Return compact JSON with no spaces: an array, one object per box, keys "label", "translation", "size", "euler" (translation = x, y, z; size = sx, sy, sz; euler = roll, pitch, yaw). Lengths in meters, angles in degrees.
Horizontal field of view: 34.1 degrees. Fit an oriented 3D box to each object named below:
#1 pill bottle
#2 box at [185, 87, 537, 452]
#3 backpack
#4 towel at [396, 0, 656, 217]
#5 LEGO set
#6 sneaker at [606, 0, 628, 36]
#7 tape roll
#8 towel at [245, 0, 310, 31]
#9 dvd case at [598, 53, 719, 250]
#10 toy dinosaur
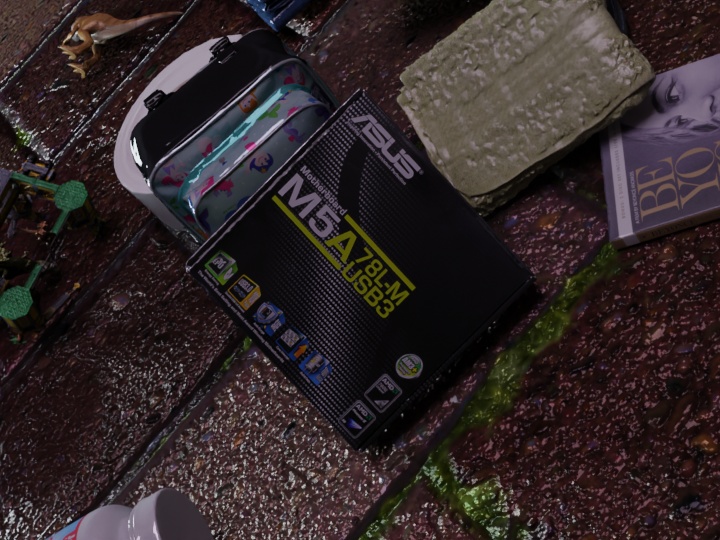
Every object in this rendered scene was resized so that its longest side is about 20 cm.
[{"label":"pill bottle","translation":[-0.213,0.254,0.921],"size":[0.199,0.109,0.110],"euler":[-32,43,14]},{"label":"box","translation":[0.000,0.000,0.900],"size":[0.193,0.200,0.048],"euler":[-43,2,3]},{"label":"backpack","translation":[-0.074,-0.078,1.003],"size":[0.177,0.200,0.151],"euler":[-40,46,-1]},{"label":"towel","translation":[0.129,-0.150,0.960],"size":[0.199,0.036,0.150],"euler":[-37,73,27]},{"label":"LEGO set","translation":[-0.364,-0.009,1.274],"size":[0.151,0.116,0.203],"euler":[9,64,9]},{"label":"sneaker","translation":[0.186,-0.272,1.033],"size":[0.073,0.082,0.202],"euler":[-28,44,20]},{"label":"tape roll","translation":[-0.158,-0.144,1.216],"size":[0.200,0.071,0.205],"euler":[-22,47,25]},{"label":"towel","translation":[-0.048,-0.359,1.301],"size":[0.200,0.049,0.112],"euler":[-46,29,1]},{"label":"dvd case","translation":[0.276,-0.106,0.882],"size":[0.198,0.016,0.150],"euler":[-19,49,27]},{"label":"toy dinosaur","translation":[-0.328,-0.303,1.482],"size":[0.198,0.060,0.107],"euler":[11,64,42]}]
